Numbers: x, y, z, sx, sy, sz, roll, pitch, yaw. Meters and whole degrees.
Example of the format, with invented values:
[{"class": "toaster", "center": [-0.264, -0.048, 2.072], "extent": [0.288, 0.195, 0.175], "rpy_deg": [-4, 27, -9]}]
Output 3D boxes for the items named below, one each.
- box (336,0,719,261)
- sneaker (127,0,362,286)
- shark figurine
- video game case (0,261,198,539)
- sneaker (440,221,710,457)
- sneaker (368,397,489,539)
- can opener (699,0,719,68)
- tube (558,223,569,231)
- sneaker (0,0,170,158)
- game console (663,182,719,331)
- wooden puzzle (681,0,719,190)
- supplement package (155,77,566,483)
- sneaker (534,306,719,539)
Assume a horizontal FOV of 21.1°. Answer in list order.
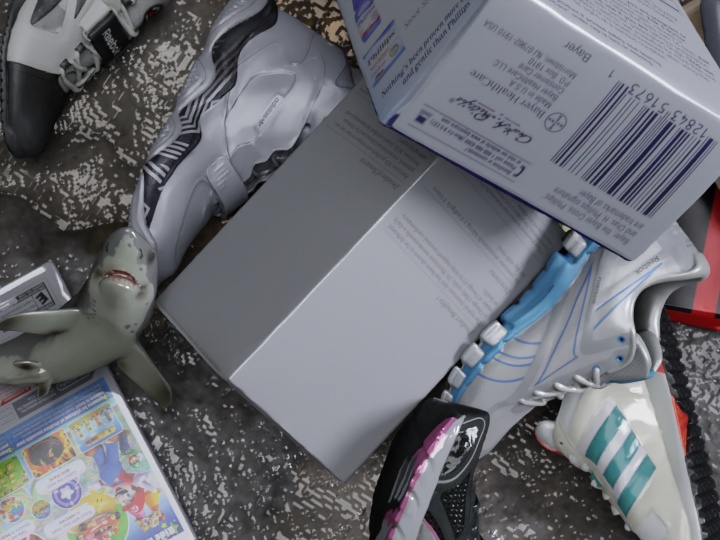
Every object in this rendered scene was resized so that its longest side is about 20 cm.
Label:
[{"class": "box", "center": [0.091, -0.131, 1.065], "extent": [0.183, 0.200, 0.105], "rpy_deg": [27, 118, -29]}, {"class": "sneaker", "center": [-0.064, -0.069, 1.201], "extent": [0.114, 0.075, 0.201], "rpy_deg": [22, 78, 7]}, {"class": "shark figurine", "center": [-0.191, 0.028, 1.179], "extent": [0.213, 0.128, 0.090], "rpy_deg": [-15, 42, 24]}, {"class": "video game case", "center": [-0.207, 0.114, 1.195], "extent": [0.143, 0.018, 0.201], "rpy_deg": [-28, 78, -5]}, {"class": "sneaker", "center": [0.125, 0.047, 1.127], "extent": [0.087, 0.075, 0.200], "rpy_deg": [45, 109, 23]}, {"class": "sneaker", "center": [0.046, 0.169, 1.135], "extent": [0.086, 0.080, 0.201], "rpy_deg": [15, 111, -10]}, {"class": "can opener", "center": [0.244, -0.071, 1.145], "extent": [0.066, 0.053, 0.201], "rpy_deg": [-8, 85, -37]}, {"class": "tube", "center": [0.149, -0.117, 1.200], "extent": [0.058, 0.052, 0.201], "rpy_deg": [22, 77, -27]}, {"class": "sneaker", "center": [-0.169, -0.162, 1.218], "extent": [0.088, 0.074, 0.201], "rpy_deg": [14, 81, 4]}, {"class": "game console", "center": [0.239, -0.061, 1.226], "extent": [0.176, 0.031, 0.201], "rpy_deg": [11, 80, 8]}, {"class": "wooden puzzle", "center": [0.293, -0.100, 1.190], "extent": [0.185, 0.046, 0.201], "rpy_deg": [-30, 86, -4]}, {"class": "supplement package", "center": [0.000, 0.000, 1.140], "extent": [0.200, 0.117, 0.117], "rpy_deg": [-46, 127, -3]}, {"class": "sneaker", "center": [0.160, 0.113, 1.184], "extent": [0.093, 0.070, 0.201], "rpy_deg": [-15, 84, 19]}]
